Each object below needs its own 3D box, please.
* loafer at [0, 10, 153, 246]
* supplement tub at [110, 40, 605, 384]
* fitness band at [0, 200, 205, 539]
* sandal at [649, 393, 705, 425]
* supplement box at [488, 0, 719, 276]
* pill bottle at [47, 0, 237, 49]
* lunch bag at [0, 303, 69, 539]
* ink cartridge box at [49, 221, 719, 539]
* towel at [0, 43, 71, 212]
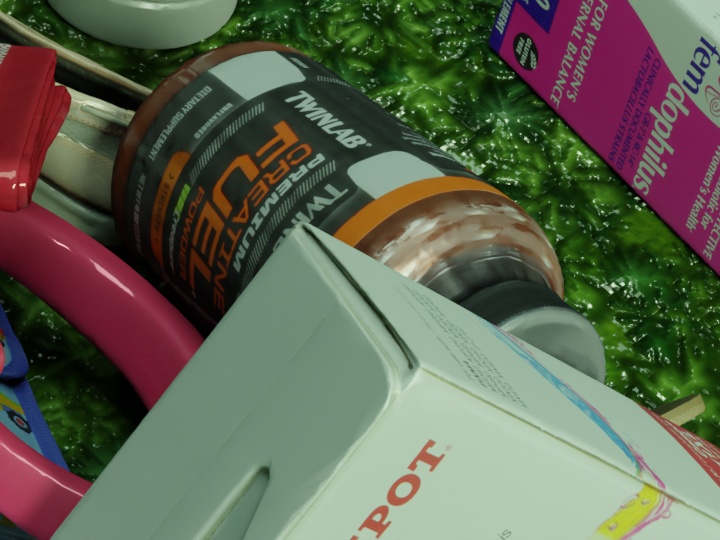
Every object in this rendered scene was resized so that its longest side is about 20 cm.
[{"bbox_3d":[-0.151,-0.088,0.933,0.200,0.063,0.072,34,31,-14],"label":"loafer"},{"bbox_3d":[0.000,0.000,0.869,0.107,0.107,0.200,-17,35,-29],"label":"supplement tub"},{"bbox_3d":[-0.096,0.035,0.808,0.143,0.037,0.200,28,17,-37],"label":"fitness band"},{"bbox_3d":[0.041,0.115,0.850,0.211,0.078,0.070,-22,87,-24],"label":"sandal"},{"bbox_3d":[0.161,-0.086,1.040,0.103,0.101,0.200,-23,56,-33],"label":"supplement box"},{"bbox_3d":[-0.077,-0.194,1.005,0.119,0.200,0.120,8,45,-8],"label":"pill bottle"},{"bbox_3d":[-0.187,0.036,0.817,0.150,0.094,0.200,20,29,-29],"label":"lunch bag"},{"bbox_3d":[0.022,0.094,0.724,0.200,0.146,0.083,29,15,-39],"label":"ink cartridge box"},{"bbox_3d":[-0.202,-0.056,0.830,0.199,0.023,0.145,5,20,-4],"label":"towel"}]
